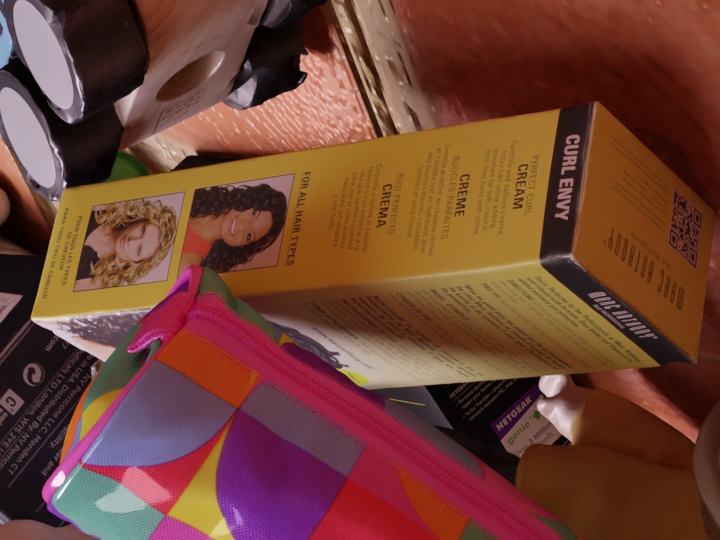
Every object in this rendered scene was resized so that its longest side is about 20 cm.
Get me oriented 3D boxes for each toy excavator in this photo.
[{"bbox_3d":[-0.109,-0.126,0.755,0.201,0.099,0.195,58,158,11],"label":"toy excavator"}]

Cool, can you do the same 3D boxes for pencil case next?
[{"bbox_3d":[0.012,0.080,0.625,0.199,0.089,0.088,31,158,-5],"label":"pencil case"}]

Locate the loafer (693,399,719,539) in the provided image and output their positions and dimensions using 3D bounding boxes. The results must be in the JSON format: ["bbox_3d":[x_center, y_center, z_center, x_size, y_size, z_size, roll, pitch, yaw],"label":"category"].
[{"bbox_3d":[0.166,0.115,0.635,0.200,0.076,0.068,45,152,6],"label":"loafer"}]

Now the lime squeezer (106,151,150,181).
[{"bbox_3d":[-0.104,-0.036,0.928,0.071,0.038,0.200,39,166,41],"label":"lime squeezer"}]

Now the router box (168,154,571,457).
[{"bbox_3d":[-0.001,0.033,0.837,0.200,0.051,0.150,10,136,60],"label":"router box"}]

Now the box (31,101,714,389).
[{"bbox_3d":[0.000,0.000,0.665,0.199,0.051,0.075,-8,151,37],"label":"box"}]

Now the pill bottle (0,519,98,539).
[{"bbox_3d":[-0.140,0.171,0.855,0.113,0.200,0.113,46,164,17],"label":"pill bottle"}]

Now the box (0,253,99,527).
[{"bbox_3d":[-0.108,0.096,1.011,0.200,0.107,0.148,43,164,-18],"label":"box"}]

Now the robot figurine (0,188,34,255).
[{"bbox_3d":[-0.215,0.030,1.150,0.199,0.112,0.171,26,114,43],"label":"robot figurine"}]

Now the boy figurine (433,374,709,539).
[{"bbox_3d":[0.072,0.091,0.714,0.198,0.125,0.065,11,150,-10],"label":"boy figurine"}]

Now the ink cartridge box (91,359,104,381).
[{"bbox_3d":[-0.025,0.113,0.866,0.200,0.050,0.109,50,164,11],"label":"ink cartridge box"}]
